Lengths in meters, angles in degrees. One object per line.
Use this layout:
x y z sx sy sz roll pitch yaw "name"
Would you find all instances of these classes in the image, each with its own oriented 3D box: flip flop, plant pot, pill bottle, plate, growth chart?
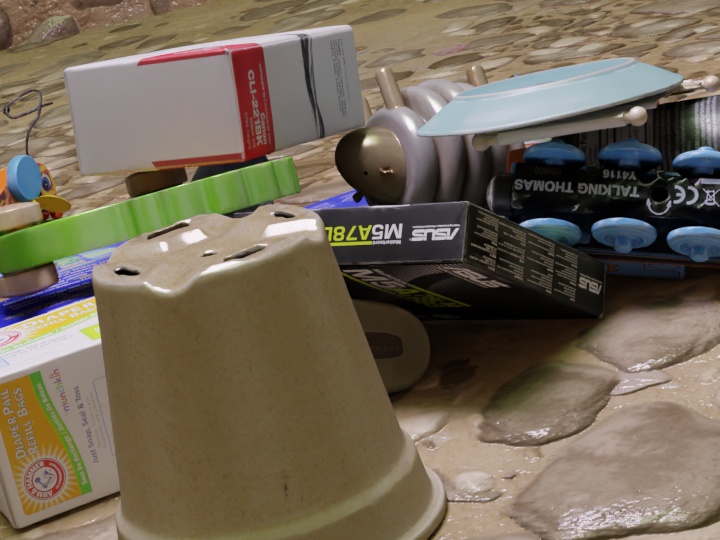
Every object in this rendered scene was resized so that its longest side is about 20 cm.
-0.025 0.051 1.271 0.200 0.081 0.058 2 -7 -39 "flip flop"
-0.066 0.068 1.119 0.200 0.184 0.200 -11 16 3 "plant pot"
0.215 -0.073 1.517 0.199 0.107 0.106 -8 17 18 "pill bottle"
0.137 -0.130 1.443 0.200 0.026 0.200 -11 9 2 "plate"
0.171 -0.118 1.452 0.144 0.018 0.200 -7 9 27 "growth chart"

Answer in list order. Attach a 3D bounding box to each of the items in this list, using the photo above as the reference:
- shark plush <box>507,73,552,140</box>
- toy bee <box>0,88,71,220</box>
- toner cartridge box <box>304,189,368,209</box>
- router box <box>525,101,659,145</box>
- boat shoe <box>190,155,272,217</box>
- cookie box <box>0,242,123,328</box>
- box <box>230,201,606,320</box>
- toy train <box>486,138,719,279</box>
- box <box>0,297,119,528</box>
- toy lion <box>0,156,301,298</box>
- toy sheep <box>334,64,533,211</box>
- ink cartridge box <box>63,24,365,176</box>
0.197 -0.105 1.645 0.200 0.091 0.083 20 19 38 "shark plush"
-0.341 -0.075 2.008 0.131 0.109 0.200 12 54 40 "toy bee"
-0.036 -0.024 1.662 0.200 0.043 0.095 -20 18 -22 "toner cartridge box"
0.148 -0.106 1.783 0.200 0.049 0.179 -1 20 35 "router box"
-0.097 -0.054 1.600 0.071 0.091 0.200 -13 31 3 "boat shoe"
-0.219 0.043 1.492 0.171 0.075 0.200 -17 16 -21 "cookie box"
0.041 -0.002 1.358 0.193 0.048 0.200 1 -11 33 "box"
0.192 -0.040 1.413 0.199 0.087 0.114 4 -19 10 "toy train"
-0.163 0.078 1.306 0.200 0.102 0.112 -19 17 -22 "box"
-0.150 -0.040 1.404 0.200 0.069 0.192 -17 4 -31 "toy lion"
0.068 -0.095 1.595 0.200 0.138 0.138 -7 12 -29 "toy sheep"
-0.104 -0.130 1.482 0.144 0.084 0.200 -4 10 27 "ink cartridge box"
